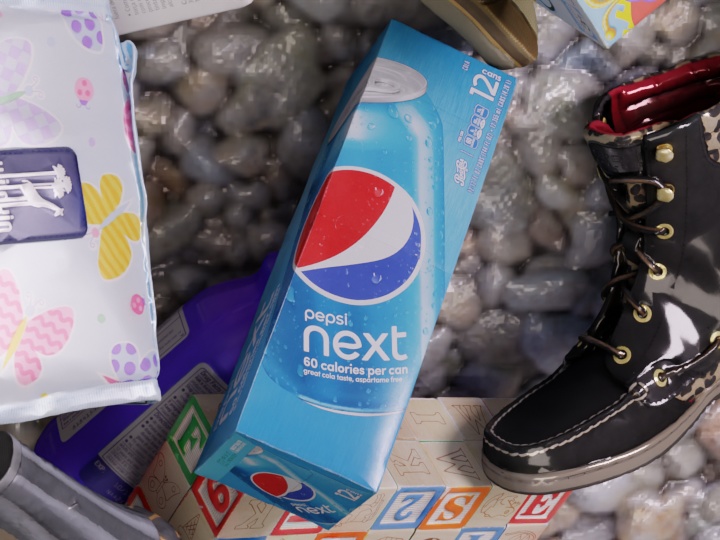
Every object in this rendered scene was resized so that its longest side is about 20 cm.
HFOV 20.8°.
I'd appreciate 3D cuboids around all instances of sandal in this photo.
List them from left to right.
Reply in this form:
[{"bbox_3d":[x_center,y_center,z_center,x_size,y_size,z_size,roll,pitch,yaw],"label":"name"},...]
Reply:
[{"bbox_3d":[0.004,-0.152,0.817,0.054,0.081,0.200,-23,128,30],"label":"sandal"}]

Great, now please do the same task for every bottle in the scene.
[{"bbox_3d":[-0.058,0.049,0.906,0.200,0.065,0.083,-41,127,12],"label":"bottle"}]

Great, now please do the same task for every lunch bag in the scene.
[{"bbox_3d":[-0.181,-0.021,0.754,0.199,0.127,0.171,-4,87,-7],"label":"lunch bag"}]

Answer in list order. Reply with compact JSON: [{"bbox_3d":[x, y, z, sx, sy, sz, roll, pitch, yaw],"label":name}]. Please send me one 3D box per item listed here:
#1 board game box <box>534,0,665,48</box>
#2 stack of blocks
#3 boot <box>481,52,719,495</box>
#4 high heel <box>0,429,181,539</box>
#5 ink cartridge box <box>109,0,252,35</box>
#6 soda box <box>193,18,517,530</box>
[{"bbox_3d":[0.130,-0.200,0.773,0.200,0.103,0.105,-40,118,1],"label":"board game box"},{"bbox_3d":[-0.010,0.118,0.910,0.199,0.059,0.115,3,131,-39],"label":"stack of blocks"},{"bbox_3d":[0.126,0.000,0.892,0.199,0.073,0.151,-26,119,-20],"label":"boot"},{"bbox_3d":[-0.172,0.129,0.813,0.199,0.072,0.143,-15,141,29],"label":"high heel"},{"bbox_3d":[-0.156,-0.167,0.798,0.199,0.050,0.161,-10,121,15],"label":"ink cartridge box"},{"bbox_3d":[0.000,0.000,0.817,0.064,0.201,0.068,24,154,-9],"label":"soda box"}]
